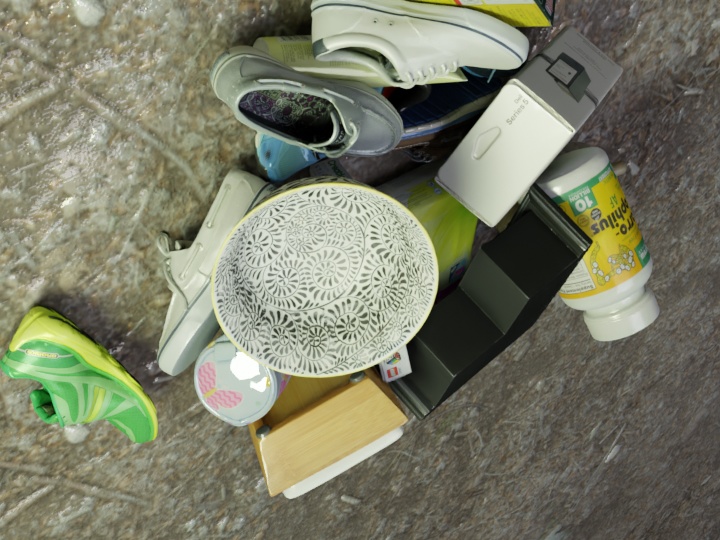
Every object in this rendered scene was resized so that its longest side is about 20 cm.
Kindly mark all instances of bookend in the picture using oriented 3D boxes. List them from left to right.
[{"bbox_3d":[0.126,0.038,1.240,0.199,0.092,0.199,-37,164,-27],"label":"bookend"}]

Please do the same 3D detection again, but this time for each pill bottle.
[{"bbox_3d":[0.262,-0.027,1.291,0.112,0.112,0.201,-32,104,-24],"label":"pill bottle"}]

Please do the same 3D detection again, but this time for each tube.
[{"bbox_3d":[-0.001,-0.191,1.048,0.198,0.052,0.059,-9,92,-26],"label":"tube"}]

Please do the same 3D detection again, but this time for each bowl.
[{"bbox_3d":[-0.035,-0.011,1.020,0.198,0.095,0.203,-4,123,-6],"label":"bowl"}]

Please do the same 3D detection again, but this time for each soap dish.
[{"bbox_3d":[-0.051,0.135,1.205,0.156,0.200,0.082,-29,116,-3],"label":"soap dish"}]

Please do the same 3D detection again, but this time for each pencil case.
[{"bbox_3d":[-0.095,0.071,1.126,0.200,0.082,0.092,-59,156,-65],"label":"pencil case"}]

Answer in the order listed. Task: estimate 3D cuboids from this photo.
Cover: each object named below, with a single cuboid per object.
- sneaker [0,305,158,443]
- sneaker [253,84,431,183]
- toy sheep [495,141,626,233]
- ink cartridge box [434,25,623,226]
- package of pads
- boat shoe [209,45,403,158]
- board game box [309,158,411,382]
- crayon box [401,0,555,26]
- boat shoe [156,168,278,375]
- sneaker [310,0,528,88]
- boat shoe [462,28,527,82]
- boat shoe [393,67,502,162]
[{"bbox_3d":[-0.262,0.109,1.061,0.084,0.074,0.200,-47,137,-9],"label":"sneaker"},{"bbox_3d":[-0.015,-0.148,1.082,0.199,0.090,0.079,-39,144,-16],"label":"sneaker"},{"bbox_3d":[0.246,-0.091,1.400,0.199,0.138,0.139,-24,138,-27],"label":"toy sheep"},{"bbox_3d":[0.178,-0.154,1.195,0.146,0.084,0.200,-52,176,37],"label":"ink cartridge box"},{"bbox_3d":[0.059,-0.022,1.306,0.154,0.068,0.201,-27,139,-33],"label":"package of pads"},{"bbox_3d":[-0.038,-0.129,0.989,0.199,0.072,0.070,15,123,-37],"label":"boat shoe"},{"bbox_3d":[0.000,0.000,1.169,0.034,0.126,0.201,-20,126,-10],"label":"board game box"},{"bbox_3d":[0.060,-0.257,0.999,0.127,0.198,0.051,24,71,-64],"label":"crayon box"},{"bbox_3d":[-0.153,-0.006,1.070,0.203,0.086,0.075,-61,168,9],"label":"boat shoe"},{"bbox_3d":[0.050,-0.194,1.008,0.073,0.198,0.072,141,-42,-79],"label":"sneaker"},{"bbox_3d":[0.124,-0.241,1.151,0.199,0.068,0.085,11,82,-54],"label":"boat shoe"},{"bbox_3d":[0.073,-0.151,1.196,0.199,0.072,0.073,-23,141,-36],"label":"boat shoe"}]
